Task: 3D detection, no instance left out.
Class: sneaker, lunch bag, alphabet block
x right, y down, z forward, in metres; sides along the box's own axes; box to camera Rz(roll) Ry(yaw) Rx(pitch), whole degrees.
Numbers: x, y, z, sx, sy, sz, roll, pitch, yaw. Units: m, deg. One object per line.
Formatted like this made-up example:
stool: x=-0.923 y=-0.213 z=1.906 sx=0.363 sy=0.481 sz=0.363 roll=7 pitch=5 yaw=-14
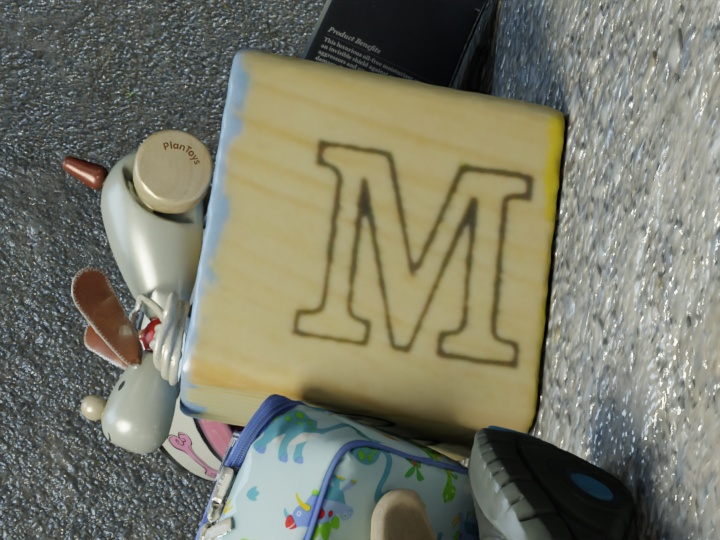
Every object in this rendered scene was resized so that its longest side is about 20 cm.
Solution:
sneaker: x=0.071 y=0.127 z=0.535 sx=0.200 sy=0.072 sz=0.083 roll=-98 pitch=29 yaw=-71
lunch bag: x=-0.014 y=0.165 z=0.754 sx=0.199 sy=0.082 sz=0.163 roll=26 pitch=-96 yaw=-57
alphabet block: x=0.000 y=0.000 z=0.848 sx=0.195 sy=0.197 sz=0.199 roll=124 pitch=155 yaw=-77

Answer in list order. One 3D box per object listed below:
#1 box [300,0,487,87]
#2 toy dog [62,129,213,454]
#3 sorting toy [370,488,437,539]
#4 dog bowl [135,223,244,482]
box: x=0.001 y=-0.126 z=1.130 sx=0.200 sy=0.122 sz=0.200 roll=116 pitch=178 yaw=-68
toy dog: x=-0.149 y=0.001 z=0.850 sx=0.132 sy=0.095 sz=0.202 roll=107 pitch=171 yaw=-54
sorting toy: x=0.024 y=0.242 z=0.697 sx=0.186 sy=0.036 sz=0.202 roll=68 pitch=-158 yaw=-48
dog bowl: x=-0.064 y=0.062 z=1.001 sx=0.073 sy=0.199 sz=0.203 roll=6 pitch=85 yaw=47
